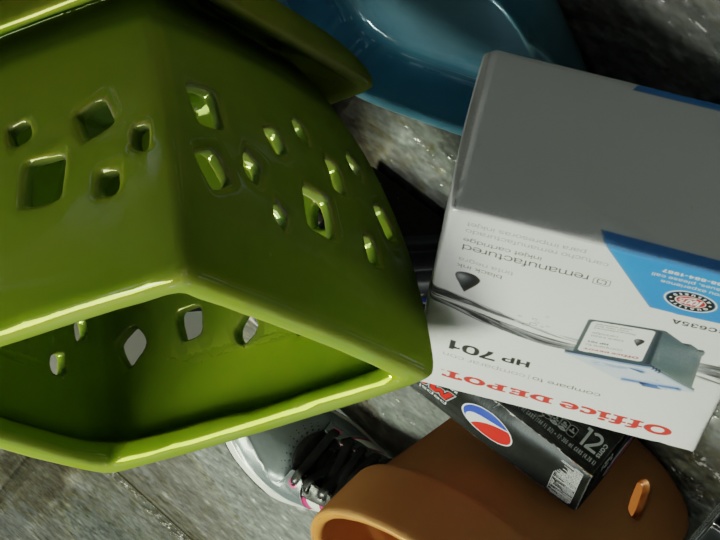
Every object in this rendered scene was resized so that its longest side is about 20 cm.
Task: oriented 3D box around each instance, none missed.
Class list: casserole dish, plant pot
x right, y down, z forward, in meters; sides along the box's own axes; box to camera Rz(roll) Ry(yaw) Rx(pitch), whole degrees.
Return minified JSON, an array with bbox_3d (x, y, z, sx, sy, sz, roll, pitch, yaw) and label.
[{"bbox_3d":[0.032,-0.117,1.328,0.200,0.039,0.121,22,152,42],"label":"casserole dish"},{"bbox_3d":[0.092,0.156,1.615,0.200,0.140,0.200,36,158,17],"label":"plant pot"},{"bbox_3d":[-0.103,-0.031,1.282,0.200,0.182,0.199,-17,157,29],"label":"plant pot"}]

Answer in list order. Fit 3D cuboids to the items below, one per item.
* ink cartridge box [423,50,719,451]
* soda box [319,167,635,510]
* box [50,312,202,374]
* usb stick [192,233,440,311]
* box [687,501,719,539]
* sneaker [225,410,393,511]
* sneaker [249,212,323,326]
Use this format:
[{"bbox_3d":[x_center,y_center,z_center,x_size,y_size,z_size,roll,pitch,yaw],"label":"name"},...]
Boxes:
[{"bbox_3d":[0.108,-0.005,1.290,0.146,0.086,0.200,14,155,2],"label":"ink cartridge box"},{"bbox_3d":[0.060,0.036,1.531,0.200,0.071,0.063,38,158,10],"label":"soda box"},{"bbox_3d":[-0.176,-0.011,1.613,0.200,0.109,0.128,38,156,48],"label":"box"},{"bbox_3d":[0.000,0.000,1.443,0.055,0.200,0.033,165,101,-72],"label":"usb stick"},{"bbox_3d":[0.197,0.099,1.295,0.044,0.160,0.200,40,158,8],"label":"box"},{"bbox_3d":[0.005,0.137,1.803,0.200,0.084,0.121,35,164,-5],"label":"sneaker"},{"bbox_3d":[-0.056,-0.006,1.609,0.080,0.071,0.200,31,172,26],"label":"sneaker"}]
